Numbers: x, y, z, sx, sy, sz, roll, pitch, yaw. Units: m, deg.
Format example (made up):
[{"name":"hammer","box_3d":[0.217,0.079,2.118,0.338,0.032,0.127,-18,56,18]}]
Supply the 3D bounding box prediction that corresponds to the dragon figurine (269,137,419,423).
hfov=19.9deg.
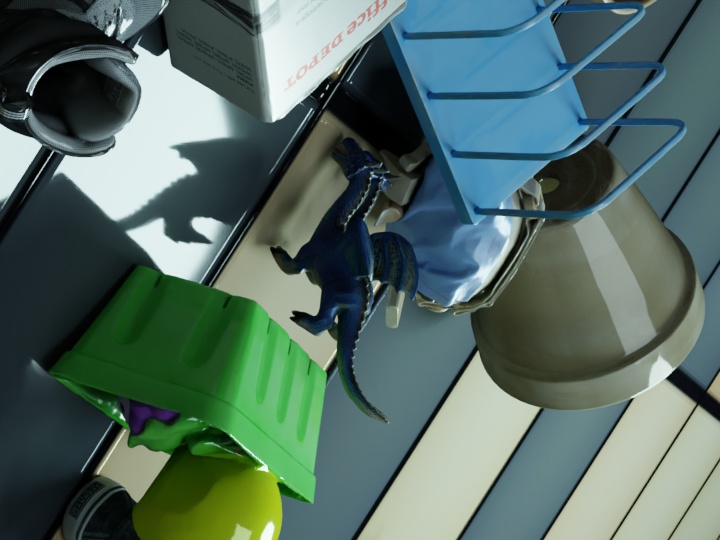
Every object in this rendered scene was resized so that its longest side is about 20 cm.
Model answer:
[{"name":"dragon figurine","box_3d":[0.000,0.000,1.427,0.099,0.200,0.059,-37,141,25]}]

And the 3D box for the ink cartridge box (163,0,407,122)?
[{"name":"ink cartridge box","box_3d":[-0.043,-0.206,1.171,0.144,0.084,0.200,-44,151,-27]}]

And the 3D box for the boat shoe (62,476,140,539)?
[{"name":"boat shoe","box_3d":[-0.150,0.227,1.473,0.071,0.091,0.200,-49,154,-18]}]

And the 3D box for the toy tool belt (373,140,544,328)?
[{"name":"toy tool belt","box_3d":[0.072,-0.057,1.507,0.123,0.125,0.200,-37,150,-54]}]

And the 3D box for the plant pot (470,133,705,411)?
[{"name":"plant pot","box_3d":[0.171,-0.013,1.696,0.200,0.200,0.174,-46,137,-22]}]

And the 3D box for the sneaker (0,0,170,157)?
[{"name":"sneaker","box_3d":[-0.144,-0.114,1.060,0.200,0.114,0.076,-24,140,-50]}]

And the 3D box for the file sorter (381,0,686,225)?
[{"name":"file sorter","box_3d":[0.117,-0.148,1.385,0.139,0.123,0.200,-40,118,-32]}]

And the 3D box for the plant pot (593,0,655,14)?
[{"name":"plant pot","box_3d":[0.197,-0.296,1.493,0.201,0.093,0.201,-42,151,-31]}]

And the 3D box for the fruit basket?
[{"name":"fruit basket","box_3d":[-0.110,0.125,1.347,0.216,0.155,0.216,-48,147,-46]}]
